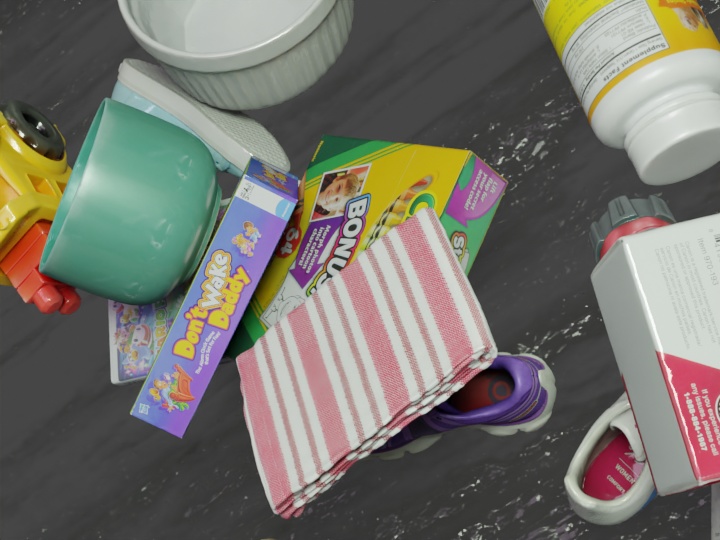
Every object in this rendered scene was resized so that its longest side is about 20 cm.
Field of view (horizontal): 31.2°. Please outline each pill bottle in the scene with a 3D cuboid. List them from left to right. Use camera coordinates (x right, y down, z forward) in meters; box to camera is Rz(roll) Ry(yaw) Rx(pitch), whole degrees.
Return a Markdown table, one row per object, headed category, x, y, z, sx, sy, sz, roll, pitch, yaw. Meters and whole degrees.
| category | x | y | z | sx | sy | sz | roll | pitch | yaw |
| --- | --- | --- | --- | --- | --- | --- | --- | --- | --- |
| pill bottle | 0.206 | -0.168 | 0.965 | 0.109 | 0.109 | 0.201 | -27 | 66 | 15 |

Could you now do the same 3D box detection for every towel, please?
| category | x | y | z | sx | sy | sz | roll | pitch | yaw |
| --- | --- | --- | --- | --- | --- | --- | --- | --- | --- |
| towel | -0.001 | 0.062 | 0.891 | 0.200 | 0.030 | 0.147 | -39 | 43 | 18 |

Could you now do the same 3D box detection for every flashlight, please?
| category | x | y | z | sx | sy | sz | roll | pitch | yaw |
| --- | --- | --- | --- | --- | --- | --- | --- | --- | --- |
| flashlight | 0.208 | 0.028 | 0.880 | 0.067 | 0.068 | 0.201 | 1 | 36 | -6 |

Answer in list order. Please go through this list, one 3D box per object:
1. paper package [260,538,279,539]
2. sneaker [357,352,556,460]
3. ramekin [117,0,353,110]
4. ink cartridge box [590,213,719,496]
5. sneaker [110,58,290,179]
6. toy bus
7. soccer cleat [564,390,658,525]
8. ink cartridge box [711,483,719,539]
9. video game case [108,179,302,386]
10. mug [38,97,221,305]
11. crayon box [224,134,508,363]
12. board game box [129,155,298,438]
| category | x | y | z | sx | sy | sz | roll | pitch | yaw |
| --- | --- | --- | --- | --- | --- | --- | --- | --- | --- |
| paper package | -0.009 | 0.318 | 0.926 | 0.199 | 0.103 | 0.192 | 18 | 83 | 29 |
| sneaker | 0.046 | 0.091 | 0.978 | 0.199 | 0.083 | 0.081 | -14 | 70 | 21 |
| ramekin | -0.098 | -0.232 | 1.105 | 0.198 | 0.105 | 0.202 | -6 | 61 | 12 |
| ink cartridge box | 0.256 | 0.036 | 0.757 | 0.198 | 0.083 | 0.146 | -13 | 75 | -7 |
| sneaker | -0.146 | -0.111 | 1.142 | 0.200 | 0.074 | 0.082 | 35 | 113 | 29 |
| toy bus | -0.320 | -0.047 | 1.126 | 0.136 | 0.200 | 0.192 | -43 | 68 | 14 |
| soccer cleat | 0.217 | 0.097 | 0.895 | 0.070 | 0.086 | 0.200 | 40 | 93 | 28 |
| ink cartridge box | 0.307 | 0.083 | 0.834 | 0.143 | 0.084 | 0.202 | 4 | 75 | 0 |
| video game case | -0.132 | 0.012 | 1.119 | 0.199 | 0.018 | 0.144 | -13 | 70 | 21 |
| mug | -0.182 | -0.059 | 1.065 | 0.152 | 0.114 | 0.186 | -56 | 20 | 37 |
| crayon box | 0.000 | 0.000 | 0.990 | 0.172 | 0.058 | 0.201 | 12 | 74 | 49 |
| board game box | -0.111 | 0.015 | 1.010 | 0.045 | 0.135 | 0.201 | 25 | 98 | -7 |
